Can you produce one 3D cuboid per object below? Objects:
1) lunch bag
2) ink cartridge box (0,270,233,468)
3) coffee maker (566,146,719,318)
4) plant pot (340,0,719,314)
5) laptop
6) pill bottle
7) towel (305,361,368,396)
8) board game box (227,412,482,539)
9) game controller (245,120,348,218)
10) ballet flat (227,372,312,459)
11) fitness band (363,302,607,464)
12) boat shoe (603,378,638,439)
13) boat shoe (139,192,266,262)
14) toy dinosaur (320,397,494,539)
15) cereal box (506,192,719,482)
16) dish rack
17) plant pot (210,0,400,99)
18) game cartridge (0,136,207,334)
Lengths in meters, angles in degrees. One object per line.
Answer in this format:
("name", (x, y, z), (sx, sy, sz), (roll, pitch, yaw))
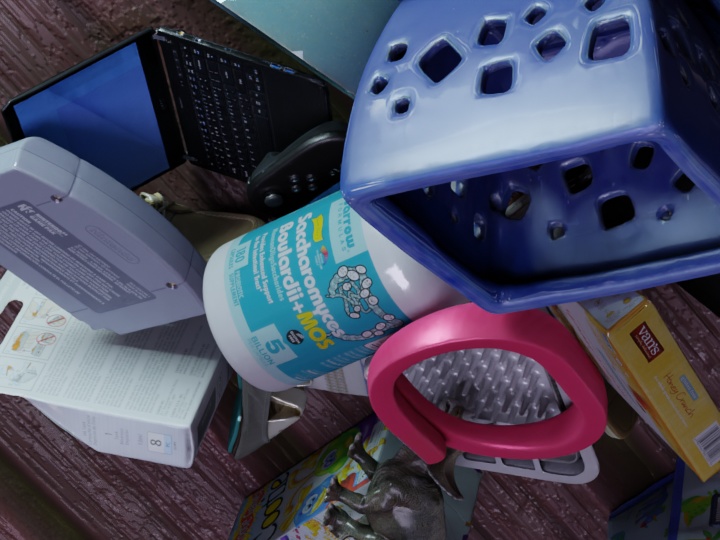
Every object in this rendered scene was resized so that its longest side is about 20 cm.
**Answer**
("lunch bag", (0.277, 0.225, 1.450), (0.127, 0.171, 0.200), (39, 127, -16))
("ink cartridge box", (-0.202, 0.070, 1.467), (0.198, 0.161, 0.048), (9, 128, 9))
("coffee maker", (0.227, -0.035, 1.252), (0.199, 0.193, 0.135), (32, 145, -9))
("plant pot", (0.120, -0.102, 1.103), (0.199, 0.181, 0.200), (-11, 154, 28))
("laptop", (-0.125, -0.077, 1.331), (0.199, 0.104, 0.178), (20, 156, 12))
("pill bottle", (0.000, 0.000, 1.277), (0.199, 0.111, 0.111), (-24, 117, 27))
("towel", (0.006, 0.049, 1.465), (0.198, 0.024, 0.147), (6, 140, 18))
("board game box", (-0.011, 0.211, 1.560), (0.105, 0.103, 0.200), (43, 125, -17))
("game controller", (0.017, -0.048, 1.343), (0.199, 0.042, 0.104), (21, 148, -39))
("ballet flat", (-0.069, 0.092, 1.481), (0.063, 0.068, 0.201), (9, 143, 0))
("fitness band", (0.086, 0.080, 1.280), (0.143, 0.038, 0.200), (-16, 146, 20))
("boat shoe", (0.149, 0.047, 1.419), (0.064, 0.073, 0.201), (-3, 130, 38))
("boat shoe", (-0.161, -0.022, 1.446), (0.198, 0.072, 0.065), (-5, 127, 25))
("toy dinosaur", (0.027, 0.186, 1.418), (0.102, 0.077, 0.201), (20, 123, 11))
("cereal box", (0.163, 0.037, 1.254), (0.039, 0.200, 0.144), (-38, 120, -1))
("dish rack", (0.086, 0.073, 1.391), (0.170, 0.044, 0.201), (7, 142, 30))
("plant pot", (-0.010, -0.195, 1.215), (0.199, 0.200, 0.135), (34, 93, -11))
("game cartridge", (-0.201, -0.023, 1.352), (0.133, 0.041, 0.200), (-9, 143, 40))
